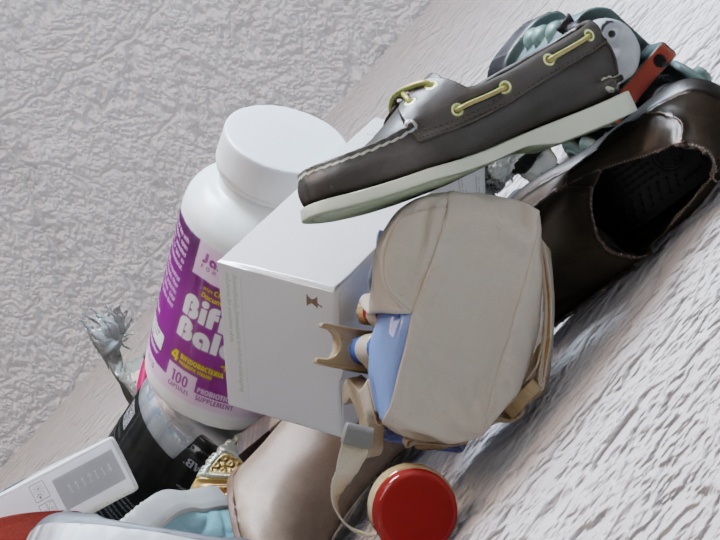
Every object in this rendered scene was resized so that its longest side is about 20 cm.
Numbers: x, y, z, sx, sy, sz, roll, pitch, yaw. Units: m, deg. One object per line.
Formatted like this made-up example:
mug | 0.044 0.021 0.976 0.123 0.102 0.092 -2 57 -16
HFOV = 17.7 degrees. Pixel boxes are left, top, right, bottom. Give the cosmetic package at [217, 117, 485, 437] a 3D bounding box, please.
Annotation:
cosmetic package | 0.000 0.000 1.411 0.200 0.085 0.108 -43 -40 -49

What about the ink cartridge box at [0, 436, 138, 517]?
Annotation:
ink cartridge box | -0.270 0.187 1.535 0.200 0.045 0.176 -27 -1 -39

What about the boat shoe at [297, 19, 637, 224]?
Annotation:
boat shoe | 0.051 -0.080 1.258 0.201 0.061 0.072 -20 0 -18

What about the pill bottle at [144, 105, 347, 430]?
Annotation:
pill bottle | -0.070 -0.003 1.516 0.112 0.112 0.200 -62 -11 -57

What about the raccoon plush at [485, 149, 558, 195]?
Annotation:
raccoon plush | 0.045 -0.094 1.680 0.097 0.200 0.134 -109 37 -62

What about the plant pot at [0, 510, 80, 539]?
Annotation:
plant pot | -0.202 0.259 1.396 0.200 0.200 0.176 -45 -2 24

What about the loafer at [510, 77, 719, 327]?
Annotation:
loafer | 0.130 -0.029 1.296 0.200 0.073 0.071 -46 8 26

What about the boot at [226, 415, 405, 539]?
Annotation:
boot | -0.006 0.112 1.427 0.146 0.070 0.200 -31 34 13

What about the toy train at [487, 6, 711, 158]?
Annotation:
toy train | 0.148 -0.112 1.443 0.085 0.114 0.200 -50 8 -5

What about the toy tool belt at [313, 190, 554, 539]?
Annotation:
toy tool belt | 0.038 0.053 1.277 0.123 0.125 0.200 178 105 -79

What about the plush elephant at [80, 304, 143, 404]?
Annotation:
plush elephant | -0.106 0.080 1.830 0.155 0.200 0.165 -32 -3 -12

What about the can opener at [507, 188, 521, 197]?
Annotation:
can opener | 0.097 -0.030 1.561 0.066 0.053 0.200 -49 8 0

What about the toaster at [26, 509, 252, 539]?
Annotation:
toaster | -0.122 0.208 1.206 0.129 0.200 0.114 -65 -24 -45

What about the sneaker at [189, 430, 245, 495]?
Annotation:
sneaker | -0.084 0.173 1.528 0.200 0.076 0.088 -33 -33 -11

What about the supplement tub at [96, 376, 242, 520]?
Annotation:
supplement tub | -0.135 0.162 1.630 0.200 0.122 0.123 -55 5 28

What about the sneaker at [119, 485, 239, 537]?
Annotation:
sneaker | -0.103 0.179 1.374 0.074 0.082 0.200 -50 -14 18

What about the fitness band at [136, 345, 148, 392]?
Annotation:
fitness band | -0.080 0.069 1.736 0.200 0.144 0.037 -51 5 -19
